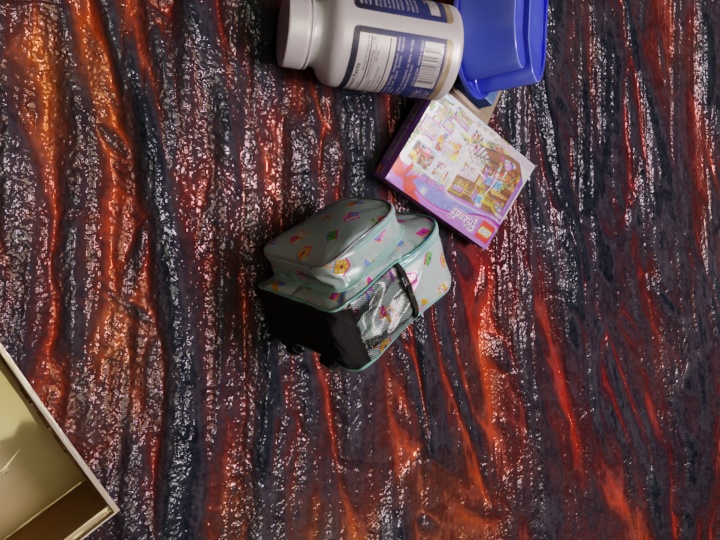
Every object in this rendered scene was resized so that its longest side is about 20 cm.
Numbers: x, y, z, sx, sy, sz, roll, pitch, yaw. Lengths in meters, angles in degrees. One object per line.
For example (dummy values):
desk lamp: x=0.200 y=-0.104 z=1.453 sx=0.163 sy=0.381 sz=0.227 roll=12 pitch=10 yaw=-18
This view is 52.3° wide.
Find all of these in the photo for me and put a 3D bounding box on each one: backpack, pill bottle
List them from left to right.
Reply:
backpack: x=0.000 y=0.000 z=0.843 sx=0.200 sy=0.176 sz=0.154 roll=-29 pitch=113 yaw=-32
pill bottle: x=0.008 y=-0.264 z=0.845 sx=0.199 sy=0.111 sz=0.112 roll=4 pitch=92 yaw=-17

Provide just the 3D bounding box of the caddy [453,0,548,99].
caddy: x=0.164 y=-0.317 z=0.914 sx=0.141 sy=0.105 sz=0.201 roll=6 pitch=86 yaw=-59

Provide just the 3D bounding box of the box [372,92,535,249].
box: x=0.129 y=-0.134 z=0.979 sx=0.200 sy=0.039 sz=0.137 roll=31 pitch=90 yaw=-32

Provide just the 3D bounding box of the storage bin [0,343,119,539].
storage bin: x=-0.369 y=0.196 z=0.665 sx=0.198 sy=0.094 sz=0.200 roll=-36 pitch=113 yaw=-26

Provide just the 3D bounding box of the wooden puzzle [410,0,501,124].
wooden puzzle: x=0.140 y=-0.298 z=0.983 sx=0.185 sy=0.046 sz=0.200 roll=35 pitch=76 yaw=-31
